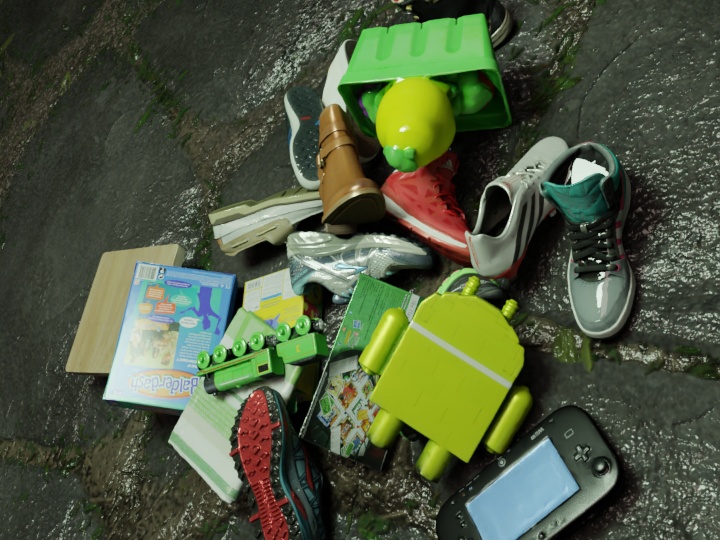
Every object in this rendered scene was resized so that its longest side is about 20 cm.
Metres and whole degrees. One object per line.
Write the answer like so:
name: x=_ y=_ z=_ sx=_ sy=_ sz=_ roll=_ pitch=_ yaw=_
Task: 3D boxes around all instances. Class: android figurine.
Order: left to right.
android figurine: x=0.090 y=0.107 z=0.814 sx=0.179 sy=0.041 sz=0.204 roll=29 pitch=94 yaw=8

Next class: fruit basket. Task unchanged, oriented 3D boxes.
fruit basket: x=0.076 y=-0.192 z=0.947 sx=0.210 sy=0.156 sz=0.222 roll=-6 pitch=69 yaw=17

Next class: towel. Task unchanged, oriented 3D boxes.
towel: x=-0.151 y=0.166 z=0.999 sx=0.148 sy=0.031 sz=0.203 roll=29 pitch=89 yaw=39

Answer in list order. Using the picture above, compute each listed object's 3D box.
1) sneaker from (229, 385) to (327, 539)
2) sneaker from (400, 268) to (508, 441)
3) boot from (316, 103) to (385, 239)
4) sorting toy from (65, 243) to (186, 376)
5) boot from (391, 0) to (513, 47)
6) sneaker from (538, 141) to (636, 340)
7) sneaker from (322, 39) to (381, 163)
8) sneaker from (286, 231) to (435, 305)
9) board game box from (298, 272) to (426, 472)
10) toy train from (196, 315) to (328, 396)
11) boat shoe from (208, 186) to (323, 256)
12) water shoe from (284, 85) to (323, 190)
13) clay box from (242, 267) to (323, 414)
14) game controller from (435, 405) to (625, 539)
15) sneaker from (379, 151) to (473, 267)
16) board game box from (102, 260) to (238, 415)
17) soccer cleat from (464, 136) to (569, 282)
sneaker: x=-0.090 y=0.236 z=0.914 sx=0.078 sy=0.095 sz=0.205 roll=-22 pitch=70 yaw=24
sneaker: x=0.095 y=0.093 z=0.862 sx=0.083 sy=0.076 sz=0.204 roll=21 pitch=82 yaw=47
boot: x=-0.022 y=-0.132 z=0.983 sx=0.200 sy=0.072 sz=0.159 roll=149 pitch=118 yaw=-74
sorting toy: x=-0.351 y=0.073 z=1.242 sx=0.195 sy=0.069 sz=0.205 roll=-4 pitch=65 yaw=38
boot: x=0.086 y=-0.315 z=1.037 sx=0.197 sy=0.150 sz=0.075 roll=-29 pitch=51 yaw=24
sneaker: x=0.229 y=-0.044 z=0.794 sx=0.082 sy=0.120 sz=0.205 roll=-10 pitch=61 yaw=34
sneaker: x=-0.014 y=-0.228 z=1.144 sx=0.084 sy=0.071 sz=0.205 roll=-40 pitch=45 yaw=47
sneaker: x=0.000 y=0.000 z=0.990 sx=0.195 sy=0.077 sz=0.089 roll=1 pitch=86 yaw=22
board game box: x=0.011 y=0.115 z=0.916 sx=0.102 sy=0.024 sz=0.204 roll=20 pitch=78 yaw=6
toy train: x=-0.122 y=0.106 z=0.960 sx=0.196 sy=0.041 sz=0.058 roll=-21 pitch=71 yaw=28
boat shoe: x=-0.117 y=-0.073 z=1.130 sx=0.195 sy=0.070 sz=0.075 roll=-12 pitch=13 yaw=16
water shoe: x=-0.071 y=-0.180 z=1.153 sx=0.069 sy=0.080 sz=0.204 roll=-4 pitch=52 yaw=-8
clay box: x=-0.107 y=0.101 z=1.042 sx=0.113 sy=0.047 sz=0.205 roll=-16 pitch=59 yaw=33
game controller: x=0.158 y=0.221 z=0.764 sx=0.199 sy=0.042 sz=0.105 roll=-43 pitch=47 yaw=12
sneaker: x=0.097 y=-0.091 z=0.960 sx=0.199 sy=0.078 sz=0.117 roll=35 pitch=91 yaw=43
board game box: x=-0.263 y=0.097 z=1.117 sx=0.148 sy=0.045 sz=0.205 roll=8 pitch=68 yaw=1
soccer cleat: x=0.174 y=-0.082 z=0.868 sx=0.068 sy=0.086 sz=0.202 roll=12 pitch=61 yaw=42
